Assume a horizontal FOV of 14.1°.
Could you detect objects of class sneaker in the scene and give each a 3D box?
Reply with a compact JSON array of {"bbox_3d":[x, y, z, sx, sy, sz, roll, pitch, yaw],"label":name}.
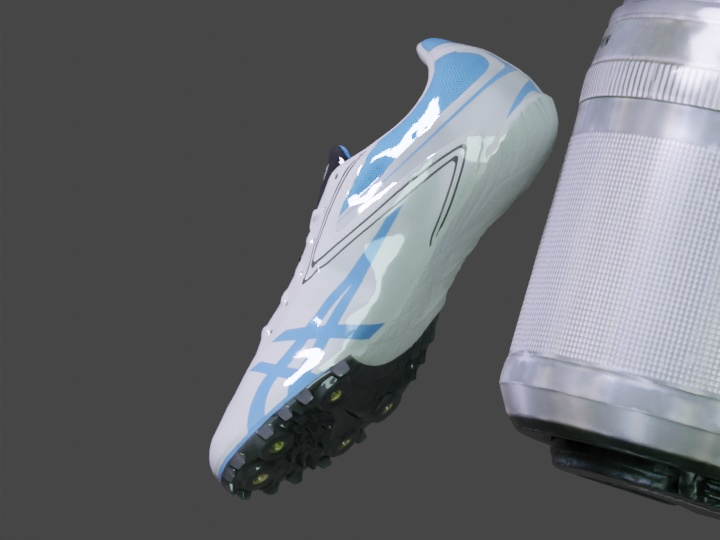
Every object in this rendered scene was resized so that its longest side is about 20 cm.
[{"bbox_3d":[0.000,0.000,1.142,0.072,0.072,0.201,34,88,26],"label":"sneaker"}]

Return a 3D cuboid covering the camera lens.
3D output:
[{"bbox_3d":[0.151,-0.006,1.128,0.159,0.160,0.201,18,85,-15],"label":"camera lens"}]
